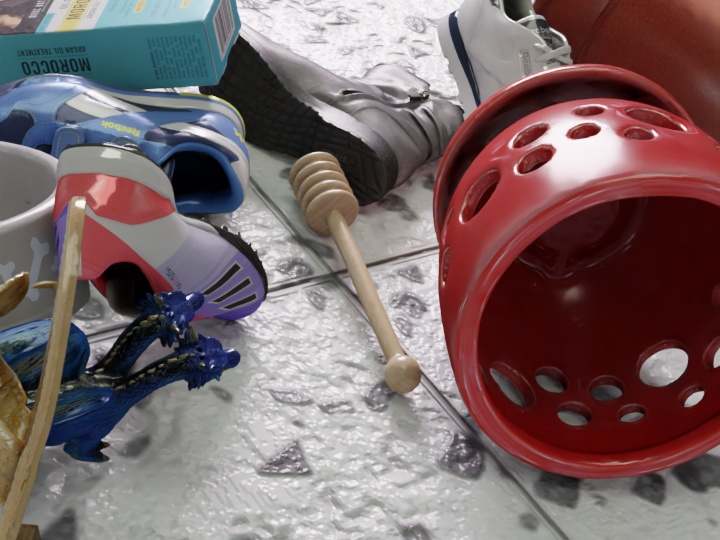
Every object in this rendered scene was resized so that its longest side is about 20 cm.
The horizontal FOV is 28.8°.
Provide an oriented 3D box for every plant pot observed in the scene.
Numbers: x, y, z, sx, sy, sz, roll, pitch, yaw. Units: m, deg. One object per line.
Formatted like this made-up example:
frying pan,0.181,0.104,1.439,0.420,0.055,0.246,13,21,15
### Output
plant pot,0.258,-0.167,1.086,0.200,0.201,0.195,-26,62,-42
plant pot,0.139,-0.007,0.826,0.199,0.202,0.183,8,28,-11

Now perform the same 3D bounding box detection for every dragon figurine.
dragon figurine,-0.156,0.063,0.684,0.199,0.100,0.059,-13,62,-37

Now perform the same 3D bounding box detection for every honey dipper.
honey dipper,0.000,0.000,0.889,0.038,0.038,0.201,-3,43,-24

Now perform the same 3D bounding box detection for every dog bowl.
dog bowl,-0.239,-0.018,0.747,0.198,0.059,0.200,1,23,0

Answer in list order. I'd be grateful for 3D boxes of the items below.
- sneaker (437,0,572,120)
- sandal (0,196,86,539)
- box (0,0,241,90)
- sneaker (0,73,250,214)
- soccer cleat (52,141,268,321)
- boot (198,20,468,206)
sneaker,0.122,-0.126,1.018,0.076,0.080,0.201,3,59,-50
sandal,-0.166,0.070,0.603,0.069,0.214,0.078,8,6,-12
box,-0.187,-0.161,0.950,0.198,0.049,0.083,-2,38,11
sneaker,-0.160,-0.072,0.887,0.198,0.074,0.083,-2,43,-22
soccer cleat,-0.109,0.001,0.765,0.068,0.200,0.074,0,70,19
boot,-0.023,-0.128,1.028,0.200,0.070,0.131,42,39,13
